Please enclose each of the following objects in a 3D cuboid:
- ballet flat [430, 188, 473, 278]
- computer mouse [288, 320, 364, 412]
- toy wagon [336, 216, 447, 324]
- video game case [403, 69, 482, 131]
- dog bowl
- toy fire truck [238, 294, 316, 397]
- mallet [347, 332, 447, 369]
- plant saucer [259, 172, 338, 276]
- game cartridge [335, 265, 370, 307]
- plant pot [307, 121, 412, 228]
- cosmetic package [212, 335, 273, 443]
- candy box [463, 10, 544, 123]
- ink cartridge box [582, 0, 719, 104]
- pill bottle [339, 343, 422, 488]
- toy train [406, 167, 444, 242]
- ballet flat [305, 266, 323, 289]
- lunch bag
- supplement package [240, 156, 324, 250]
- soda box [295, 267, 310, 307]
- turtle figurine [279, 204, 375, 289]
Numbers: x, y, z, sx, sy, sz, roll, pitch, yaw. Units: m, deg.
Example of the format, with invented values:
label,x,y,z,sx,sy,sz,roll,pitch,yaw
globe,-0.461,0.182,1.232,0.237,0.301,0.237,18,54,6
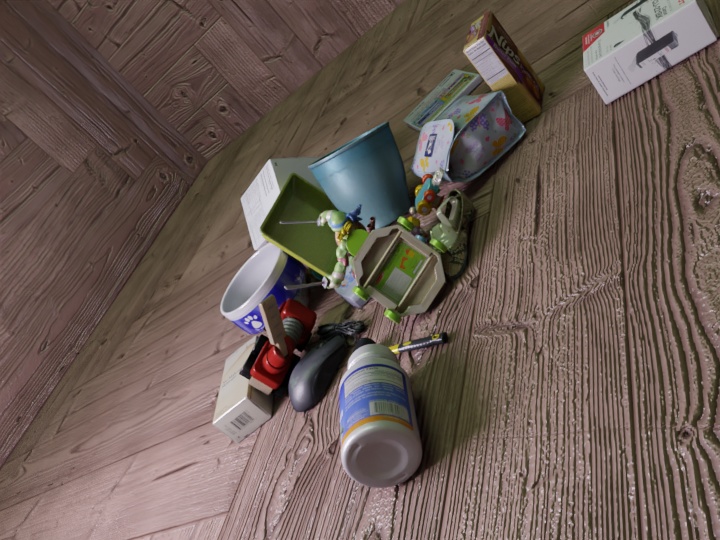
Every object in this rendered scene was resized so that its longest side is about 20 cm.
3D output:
label,x,y,z,sx,sy,sz,roll,pitch,yaw
ballet flat,0.159,-0.076,1.225,0.067,0.075,0.202,-22,33,35
computer mouse,-0.082,0.168,1.275,0.137,0.053,0.202,-14,39,49
toy wagon,0.049,-0.014,1.168,0.156,0.198,0.040,-55,-7,-1
video game case,0.214,-0.447,1.790,0.200,0.022,0.182,-44,23,4
dog bowl,-0.216,0.038,1.499,0.199,0.079,0.202,-39,26,23
toy fire truck,-0.149,0.114,1.294,0.200,0.127,0.177,-52,9,48
mallet,0.057,0.137,1.117,0.198,0.041,0.066,-14,38,45
plant saucer,-0.109,-0.088,1.484,0.048,0.198,0.202,-47,15,47
game cartridge,0.000,0.000,1.426,0.133,0.042,0.200,-41,24,1
plant pot,0.016,-0.190,1.474,0.198,0.190,0.200,-28,12,6
cosmetic package,-0.232,0.239,1.390,0.103,0.073,0.201,-38,26,17
candy box,0.292,-0.408,1.372,0.056,0.200,0.118,-24,31,37
ink cartridge box,0.493,-0.402,1.173,0.198,0.084,0.146,-28,28,35
pill bottle,0.024,0.198,0.975,0.112,0.112,0.201,-38,24,17
toy train,0.127,-0.089,1.295,0.150,0.055,0.204,-171,100,-75
ballet flat,-0.085,-0.033,1.603,0.072,0.067,0.202,-48,19,49
lunch bag,0.202,-0.262,1.375,0.200,0.127,0.169,-43,20,-5
supplement package,-0.159,-0.163,1.659,0.188,0.150,0.200,-9,-17,-34
soda box,-0.160,0.055,1.560,0.063,0.068,0.201,-37,26,20
turtle figurine,-0.047,-0.033,1.277,0.199,0.194,0.144,-41,48,3
